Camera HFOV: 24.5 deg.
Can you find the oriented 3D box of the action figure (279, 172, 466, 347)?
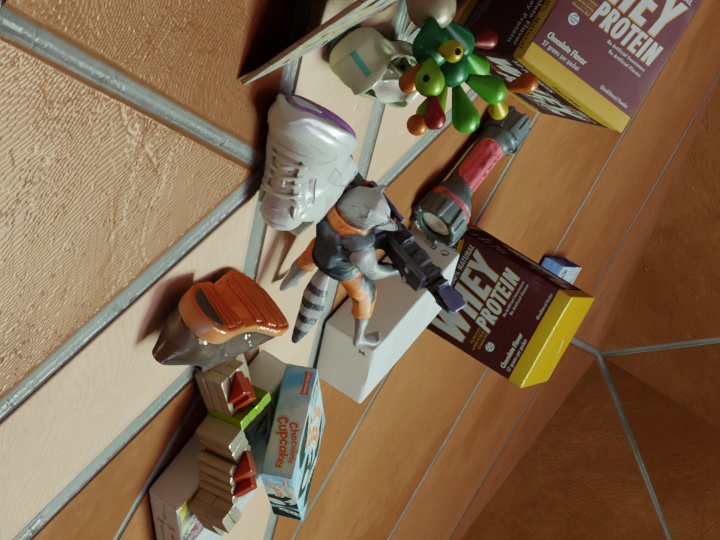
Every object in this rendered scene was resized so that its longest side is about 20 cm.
[{"bbox_3d":[0.000,0.000,1.578,0.104,0.200,0.195,-27,150,-32],"label":"action figure"}]

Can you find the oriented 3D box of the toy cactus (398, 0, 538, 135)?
[{"bbox_3d":[0.082,-0.206,1.498,0.200,0.101,0.167,-28,101,-59],"label":"toy cactus"}]

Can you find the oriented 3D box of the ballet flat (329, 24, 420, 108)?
[{"bbox_3d":[0.025,-0.178,1.528,0.070,0.069,0.200,-62,164,10],"label":"ballet flat"}]

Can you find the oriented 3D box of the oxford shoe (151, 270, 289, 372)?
[{"bbox_3d":[-0.128,0.049,1.501,0.073,0.072,0.200,-42,165,16],"label":"oxford shoe"}]

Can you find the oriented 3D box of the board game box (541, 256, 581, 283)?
[{"bbox_3d":[0.320,0.071,2.998,0.201,0.043,0.200,-62,165,7],"label":"board game box"}]

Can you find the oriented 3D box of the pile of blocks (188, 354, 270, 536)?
[{"bbox_3d":[-0.118,0.172,1.630,0.082,0.062,0.202,-21,123,-49],"label":"pile of blocks"}]

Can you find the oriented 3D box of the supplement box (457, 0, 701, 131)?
[{"bbox_3d":[0.220,-0.267,1.662,0.198,0.132,0.200,-58,-158,-1],"label":"supplement box"}]

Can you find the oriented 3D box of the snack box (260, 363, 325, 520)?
[{"bbox_3d":[-0.068,0.182,1.726,0.200,0.037,0.118,86,15,-70],"label":"snack box"}]

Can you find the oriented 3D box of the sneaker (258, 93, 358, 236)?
[{"bbox_3d":[-0.050,-0.086,1.447,0.100,0.074,0.200,-57,165,-10],"label":"sneaker"}]

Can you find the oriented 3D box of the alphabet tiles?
[{"bbox_3d":[0.009,-0.216,1.350,0.166,0.008,0.200,-29,-176,35],"label":"alphabet tiles"}]

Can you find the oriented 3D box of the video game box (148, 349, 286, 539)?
[{"bbox_3d":[-0.145,0.208,1.755,0.200,0.047,0.183,-51,164,-28],"label":"video game box"}]

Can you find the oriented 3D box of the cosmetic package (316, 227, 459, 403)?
[{"bbox_3d":[0.033,0.052,1.980,0.200,0.071,0.102,-47,161,-40],"label":"cosmetic package"}]

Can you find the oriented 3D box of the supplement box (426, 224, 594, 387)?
[{"bbox_3d":[0.179,0.042,2.185,0.134,0.199,0.197,-60,165,7],"label":"supplement box"}]

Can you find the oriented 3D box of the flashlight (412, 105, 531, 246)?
[{"bbox_3d":[0.141,-0.119,2.016,0.200,0.067,0.068,-51,158,-26],"label":"flashlight"}]
